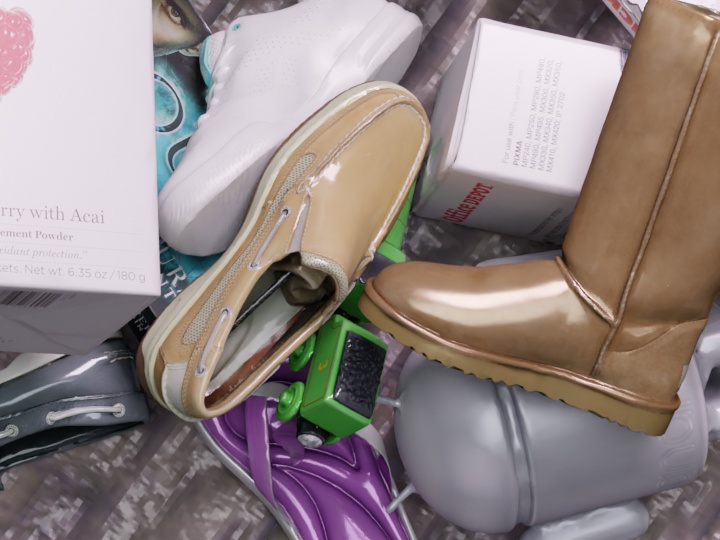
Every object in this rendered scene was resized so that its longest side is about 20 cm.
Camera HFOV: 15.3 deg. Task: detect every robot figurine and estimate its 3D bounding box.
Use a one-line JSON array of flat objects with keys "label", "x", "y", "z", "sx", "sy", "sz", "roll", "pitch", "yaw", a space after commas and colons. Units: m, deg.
[{"label": "robot figurine", "x": 0.103, "y": 0.070, "z": 1.387, "sx": 0.200, "sy": 0.113, "sz": 0.170, "roll": -14, "pitch": 102, "yaw": -8}]

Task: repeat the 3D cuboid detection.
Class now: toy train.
[{"label": "toy train", "x": 0.000, "y": 0.000, "z": 1.381, "sx": 0.042, "sy": 0.056, "sz": 0.200, "roll": 29, "pitch": 55, "yaw": -24}]

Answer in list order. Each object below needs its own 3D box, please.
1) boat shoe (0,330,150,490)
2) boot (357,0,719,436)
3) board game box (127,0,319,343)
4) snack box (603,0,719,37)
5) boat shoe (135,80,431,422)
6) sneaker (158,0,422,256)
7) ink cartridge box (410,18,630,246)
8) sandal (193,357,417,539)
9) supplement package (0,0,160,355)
[{"label": "boat shoe", "x": -0.201, "y": 0.094, "z": 1.376, "sx": 0.200, "sy": 0.073, "sz": 0.062, "roll": -28, "pitch": 83, "yaw": -14}, {"label": "boot", "x": 0.112, "y": -0.039, "z": 1.283, "sx": 0.175, "sy": 0.066, "sz": 0.200, "roll": 19, "pitch": 105, "yaw": -9}, {"label": "board game box", "x": -0.092, "y": -0.040, "z": 1.392, "sx": 0.135, "sy": 0.028, "sz": 0.200, "roll": -31, "pitch": 88, "yaw": -40}, {"label": "snack box", "x": 0.197, "y": -0.098, "z": 1.319, "sx": 0.072, "sy": 0.024, "sz": 0.200, "roll": -38, "pitch": 85, "yaw": -13}, {"label": "boat shoe", "x": -0.024, "y": -0.005, "z": 1.309, "sx": 0.072, "sy": 0.076, "sz": 0.200, "roll": 39, "pitch": 81, "yaw": -27}, {"label": "sneaker", "x": -0.057, "y": -0.086, "z": 1.386, "sx": 0.088, "sy": 0.075, "sz": 0.200, "roll": 35, "pitch": 52, "yaw": 12}, {"label": "ink cartridge box", "x": 0.138, "y": -0.058, "z": 1.391, "sx": 0.200, "sy": 0.145, "sz": 0.084, "roll": 12, "pitch": 80, "yaw": -5}, {"label": "sandal", "x": -0.023, "y": 0.100, "z": 1.403, "sx": 0.082, "sy": 0.050, "sz": 0.203, "roll": -34, "pitch": 86, "yaw": -11}, {"label": "supplement package", "x": -0.171, "y": -0.072, "z": 1.272, "sx": 0.121, "sy": 0.120, "sz": 0.200, "roll": 3, "pitch": 73, "yaw": -22}]
